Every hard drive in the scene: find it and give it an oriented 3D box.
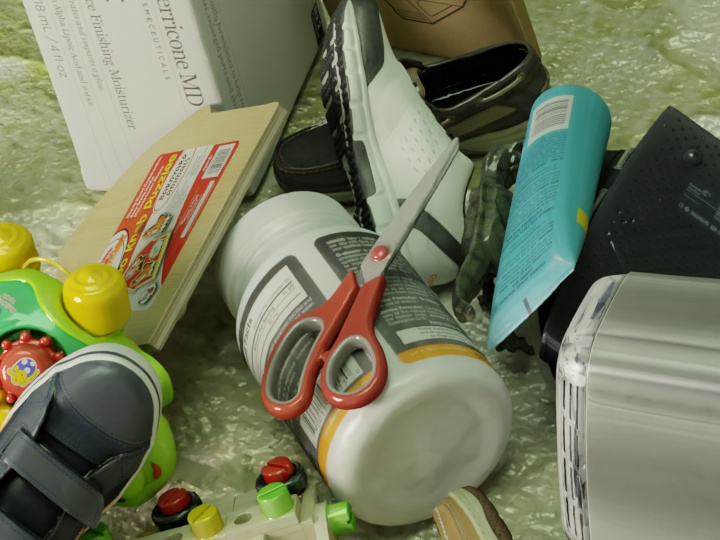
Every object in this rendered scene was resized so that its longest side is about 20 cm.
[{"bbox_3d":[0.188,0.008,1.227,0.135,0.042,0.200,35,54,-3],"label":"hard drive"}]

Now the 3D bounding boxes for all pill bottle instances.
[{"bbox_3d":[-0.004,0.046,1.225,0.116,0.116,0.200,-25,44,-12],"label":"pill bottle"}]

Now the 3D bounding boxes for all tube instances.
[{"bbox_3d":[0.111,-0.037,1.220,0.050,0.077,0.200,30,37,-9],"label":"tube"}]

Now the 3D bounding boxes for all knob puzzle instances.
[{"bbox_3d":[-0.133,-0.017,1.340,0.220,0.030,0.220,-38,31,28],"label":"knob puzzle"}]

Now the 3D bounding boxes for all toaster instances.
[{"bbox_3d":[0.175,0.080,1.082,0.129,0.200,0.114,8,37,21],"label":"toaster"}]

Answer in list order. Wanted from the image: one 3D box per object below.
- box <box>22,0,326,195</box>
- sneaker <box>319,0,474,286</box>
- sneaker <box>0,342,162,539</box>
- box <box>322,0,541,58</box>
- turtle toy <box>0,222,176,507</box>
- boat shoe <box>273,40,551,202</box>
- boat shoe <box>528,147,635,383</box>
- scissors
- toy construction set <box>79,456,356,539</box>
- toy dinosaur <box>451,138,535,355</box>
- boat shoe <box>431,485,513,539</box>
[{"bbox_3d":[-0.125,-0.189,1.444,0.131,0.199,0.200,2,45,18],"label":"box"},{"bbox_3d":[0.026,-0.081,1.344,0.080,0.074,0.200,-11,84,-12],"label":"sneaker"},{"bbox_3d":[-0.179,0.128,1.111,0.200,0.078,0.079,-48,14,18],"label":"sneaker"},{"bbox_3d":[0.030,-0.216,1.434,0.163,0.200,0.021,15,63,27],"label":"box"},{"bbox_3d":[-0.178,0.070,1.216,0.200,0.146,0.101,23,45,33],"label":"turtle toy"},{"bbox_3d":[0.032,-0.109,1.412,0.200,0.073,0.075,-20,43,-7],"label":"boat shoe"},{"bbox_3d":[0.143,-0.012,1.280,0.060,0.076,0.200,-4,44,18],"label":"boat shoe"},{"bbox_3d":[0.000,0.000,1.171,0.073,0.014,0.200,-1,52,27],"label":"scissors"},{"bbox_3d":[-0.071,0.170,1.127,0.200,0.092,0.131,-3,26,3],"label":"toy construction set"},{"bbox_3d":[0.080,0.000,1.263,0.047,0.088,0.200,-6,34,16],"label":"toy dinosaur"},{"bbox_3d":[0.068,0.198,1.086,0.076,0.072,0.200,-29,43,1],"label":"boat shoe"}]
